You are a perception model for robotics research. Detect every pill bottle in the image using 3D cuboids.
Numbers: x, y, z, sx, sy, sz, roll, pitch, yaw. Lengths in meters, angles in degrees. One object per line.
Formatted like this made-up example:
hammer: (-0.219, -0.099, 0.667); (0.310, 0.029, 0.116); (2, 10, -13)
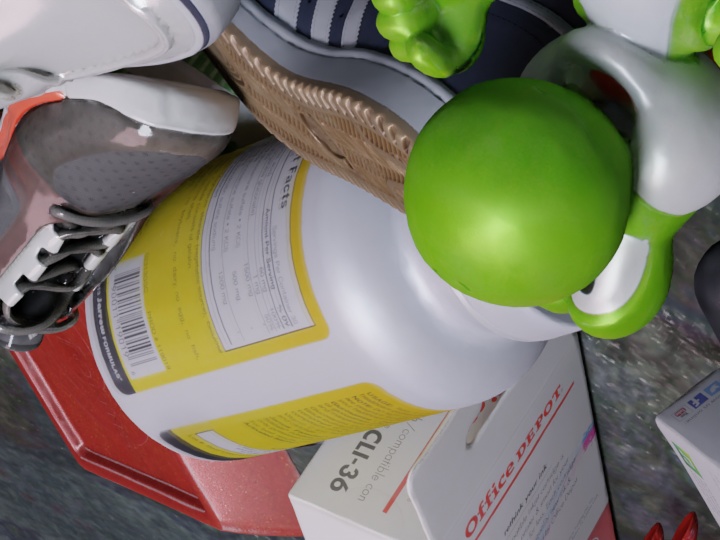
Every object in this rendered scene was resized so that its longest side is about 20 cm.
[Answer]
pill bottle: (0.000, 0.000, 0.872); (0.200, 0.112, 0.112); (-17, 123, 46)

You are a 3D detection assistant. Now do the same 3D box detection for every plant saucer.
plant saucer: (-0.114, 0.025, 1.044); (0.200, 0.037, 0.200); (11, 134, 60)

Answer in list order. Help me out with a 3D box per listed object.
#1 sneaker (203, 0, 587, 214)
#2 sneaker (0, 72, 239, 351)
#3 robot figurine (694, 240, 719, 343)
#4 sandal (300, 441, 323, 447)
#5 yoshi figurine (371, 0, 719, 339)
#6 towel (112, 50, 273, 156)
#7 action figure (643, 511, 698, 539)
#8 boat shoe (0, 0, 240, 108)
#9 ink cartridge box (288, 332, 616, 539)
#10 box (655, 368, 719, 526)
sneaker: (0.018, -0.084, 0.777); (0.070, 0.108, 0.200); (54, 169, -34)
sneaker: (-0.105, -0.013, 0.870); (0.077, 0.082, 0.200); (8, 163, -32)
robot figurine: (0.188, 0.004, 0.674); (0.200, 0.150, 0.125); (53, 173, -32)
sandal: (-0.017, 0.058, 1.037); (0.079, 0.059, 0.207); (0, 141, 46)
yoshi figurine: (0.062, -0.070, 0.631); (0.112, 0.112, 0.200); (3, 113, -11)
towel: (-0.079, -0.094, 0.923); (0.152, 0.023, 0.200); (35, 151, 0)
action figure: (0.203, 0.158, 0.973); (0.200, 0.052, 0.065); (33, 158, -5)
boat shoe: (-0.125, -0.079, 0.779); (0.200, 0.066, 0.072); (8, 149, 37)
ink cartridge box: (0.038, 0.089, 0.975); (0.067, 0.117, 0.200); (19, 147, 26)
box: (0.188, 0.127, 0.821); (0.144, 0.036, 0.200); (57, 173, -31)
